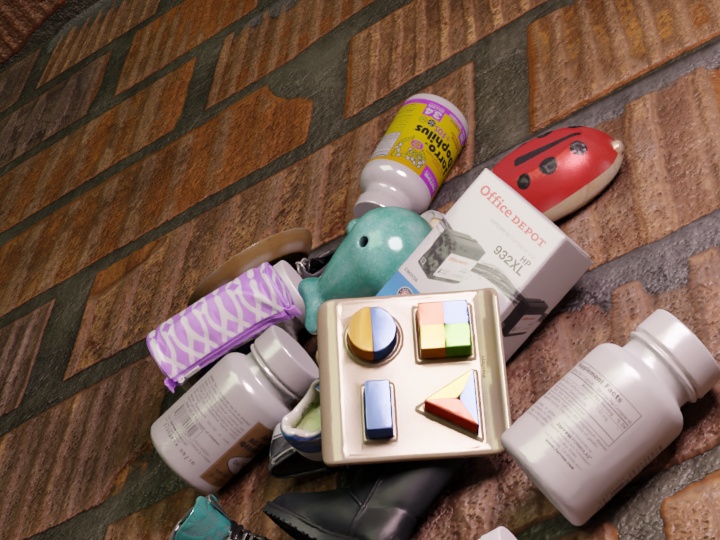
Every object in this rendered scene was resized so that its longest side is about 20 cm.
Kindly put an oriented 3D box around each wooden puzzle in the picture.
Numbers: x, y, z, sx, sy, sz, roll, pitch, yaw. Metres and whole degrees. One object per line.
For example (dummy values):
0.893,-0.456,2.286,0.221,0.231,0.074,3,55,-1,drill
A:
0.052,0.105,1.477,0.199,0.046,0.186,-6,65,6,wooden puzzle

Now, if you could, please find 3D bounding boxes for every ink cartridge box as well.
0.136,0.011,1.583,0.200,0.084,0.145,-49,53,6,ink cartridge box

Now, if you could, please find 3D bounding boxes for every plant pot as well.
-0.146,0.010,1.950,0.199,0.028,0.200,-31,-13,-8,plant pot

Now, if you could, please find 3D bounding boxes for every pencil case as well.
-0.175,0.071,1.777,0.199,0.084,0.086,-34,44,8,pencil case

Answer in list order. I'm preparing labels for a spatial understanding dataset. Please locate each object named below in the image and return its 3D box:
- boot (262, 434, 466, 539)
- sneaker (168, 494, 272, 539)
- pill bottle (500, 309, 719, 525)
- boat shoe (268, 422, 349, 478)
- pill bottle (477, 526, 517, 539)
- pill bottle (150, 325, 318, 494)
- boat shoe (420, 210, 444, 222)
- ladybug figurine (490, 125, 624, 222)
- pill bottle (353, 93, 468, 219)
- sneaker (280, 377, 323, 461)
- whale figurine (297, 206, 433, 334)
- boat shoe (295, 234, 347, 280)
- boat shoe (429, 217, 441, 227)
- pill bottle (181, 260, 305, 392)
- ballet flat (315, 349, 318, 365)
0.006,0.231,1.521,0.199,0.076,0.169,12,61,47,boot
-0.142,0.303,1.553,0.199,0.121,0.084,-7,42,44,sneaker
0.240,0.135,1.343,0.200,0.114,0.114,-42,29,-3,pill bottle
-0.025,0.197,1.613,0.199,0.072,0.068,-16,43,31,boat shoe
0.067,0.321,1.294,0.199,0.113,0.113,-33,30,11,pill bottle
-0.148,0.167,1.723,0.200,0.114,0.114,-43,29,6,pill bottle
0.030,-0.012,1.842,0.202,0.065,0.075,-38,29,5,boat shoe
0.230,-0.119,1.747,0.199,0.072,0.136,-28,31,21,ladybug figurine
0.065,-0.140,1.937,0.104,0.104,0.201,-6,44,45,pill bottle
-0.002,0.135,1.537,0.200,0.077,0.076,-42,57,10,sneaker
0.000,0.000,1.704,0.199,0.104,0.160,-26,57,22,whale figurine
-0.061,-0.004,1.938,0.199,0.063,0.073,-26,34,26,boat shoe
0.138,0.002,1.702,0.200,0.074,0.069,35,97,53,boat shoe
-0.154,0.083,1.876,0.200,0.116,0.116,-37,29,6,pill bottle
0.007,0.050,1.784,0.200,0.068,0.067,-51,28,-20,ballet flat
